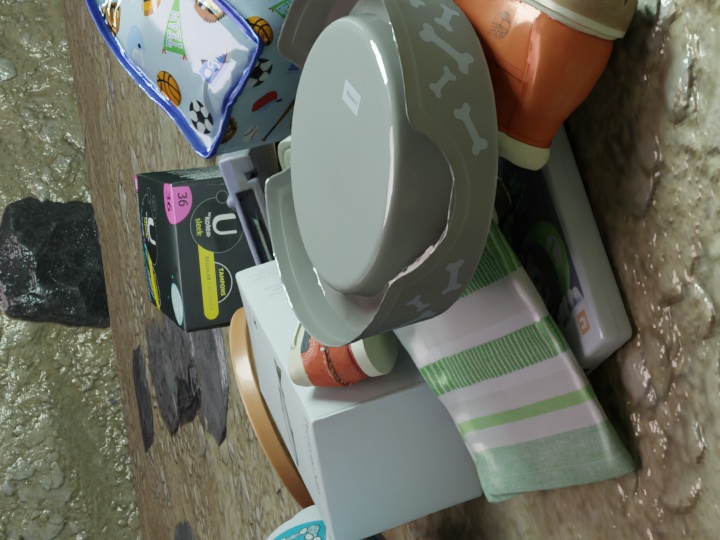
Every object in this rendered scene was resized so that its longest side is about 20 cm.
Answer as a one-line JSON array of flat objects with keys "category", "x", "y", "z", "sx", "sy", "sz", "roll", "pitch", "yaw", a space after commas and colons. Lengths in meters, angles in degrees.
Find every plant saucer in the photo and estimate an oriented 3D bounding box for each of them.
[{"category": "plant saucer", "x": -0.052, "y": 0.119, "z": 1.122, "sx": 0.201, "sy": 0.032, "sz": 0.201, "roll": 60, "pitch": -168, "yaw": -22}]

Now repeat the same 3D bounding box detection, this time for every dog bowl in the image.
[{"category": "dog bowl", "x": 0.007, "y": -0.061, "z": 0.685, "sx": 0.200, "sy": 0.058, "sz": 0.202, "roll": 178, "pitch": 90, "yaw": -66}]

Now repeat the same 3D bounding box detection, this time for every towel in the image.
[{"category": "towel", "x": 0.065, "y": 0.040, "z": 0.753, "sx": 0.201, "sy": 0.023, "sz": 0.152, "roll": 61, "pitch": 152, "yaw": 2}]

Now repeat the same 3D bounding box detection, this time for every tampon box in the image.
[{"category": "tampon box", "x": -0.155, "y": -0.031, "z": 1.359, "sx": 0.200, "sy": 0.125, "sz": 0.152, "roll": -161, "pitch": 65, "yaw": -70}]

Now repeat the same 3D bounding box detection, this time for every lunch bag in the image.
[{"category": "lunch bag", "x": -0.096, "y": -0.196, "z": 0.932, "sx": 0.200, "sy": 0.169, "sz": 0.124, "roll": 46, "pitch": 125, "yaw": 21}]

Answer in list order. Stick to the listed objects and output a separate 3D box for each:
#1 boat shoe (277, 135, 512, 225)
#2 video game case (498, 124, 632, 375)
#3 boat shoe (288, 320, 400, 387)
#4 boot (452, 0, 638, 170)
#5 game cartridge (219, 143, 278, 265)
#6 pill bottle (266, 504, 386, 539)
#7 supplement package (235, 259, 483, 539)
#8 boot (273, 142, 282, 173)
[{"category": "boat shoe", "x": 0.027, "y": -0.066, "z": 0.809, "sx": 0.200, "sy": 0.060, "sz": 0.072, "roll": 20, "pitch": 137, "yaw": 49}, {"category": "video game case", "x": 0.090, "y": -0.018, "z": 0.785, "sx": 0.182, "sy": 0.023, "sz": 0.202, "roll": 120, "pitch": 139, "yaw": -62}, {"category": "boat shoe", "x": 0.000, "y": 0.000, "z": 0.880, "sx": 0.071, "sy": 0.062, "sz": 0.201, "roll": 54, "pitch": -147, "yaw": -32}, {"category": "boot", "x": 0.061, "y": -0.128, "z": 0.700, "sx": 0.200, "sy": 0.074, "sz": 0.108, "roll": 50, "pitch": 124, "yaw": 56}, {"category": "game cartridge", "x": -0.068, "y": -0.020, "z": 1.086, "sx": 0.130, "sy": 0.038, "sz": 0.202, "roll": -94, "pitch": -13, "yaw": -70}, {"category": "pill bottle", "x": -0.024, "y": 0.242, "z": 0.892, "sx": 0.200, "sy": 0.110, "sz": 0.112, "roll": -94, "pitch": 3, "yaw": -72}, {"category": "supplement package", "x": -0.004, "y": 0.079, "z": 0.936, "sx": 0.200, "sy": 0.116, "sz": 0.118, "roll": -125, "pitch": 23, "yaw": -55}, {"category": "boot", "x": -0.032, "y": -0.146, "z": 1.027, "sx": 0.074, "sy": 0.075, "sz": 0.202, "roll": -163, "pitch": 68, "yaw": -72}]
